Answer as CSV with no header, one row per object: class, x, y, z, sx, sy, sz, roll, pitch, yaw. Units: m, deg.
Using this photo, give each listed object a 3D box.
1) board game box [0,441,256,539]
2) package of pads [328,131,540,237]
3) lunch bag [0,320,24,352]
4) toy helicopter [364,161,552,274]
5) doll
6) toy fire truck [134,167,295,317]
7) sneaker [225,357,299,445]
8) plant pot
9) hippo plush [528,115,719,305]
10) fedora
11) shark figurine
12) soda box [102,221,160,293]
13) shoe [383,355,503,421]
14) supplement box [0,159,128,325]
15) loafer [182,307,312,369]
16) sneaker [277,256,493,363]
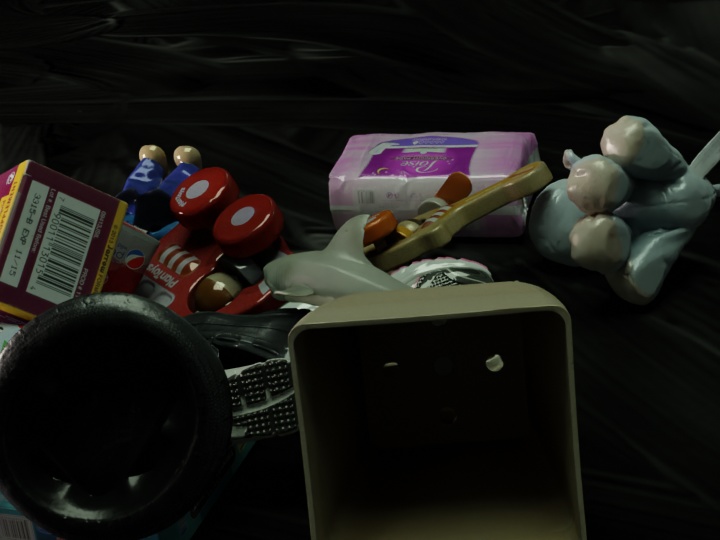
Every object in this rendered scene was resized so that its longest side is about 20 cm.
board game box,-0.185,0.158,1.513,0.151,0.047,0.200,4,30,20
package of pads,0.076,-0.086,1.884,0.200,0.076,0.121,1,27,14
lunch bag,-0.324,0.100,1.500,0.160,0.076,0.200,10,22,11
toy helicopter,0.089,-0.050,1.766,0.200,0.079,0.132,-26,9,13
doll,-0.231,-0.058,1.934,0.136,0.048,0.200,2,35,15
toy fire truck,-0.140,0.010,1.744,0.168,0.112,0.200,-43,37,-12
sneaker,-0.118,0.113,1.479,0.200,0.074,0.080,-7,-4,12
plant pot,0.061,0.100,1.426,0.200,0.200,0.177,-5,17,5
hippo plush,0.231,-0.077,1.739,0.200,0.159,0.161,-42,28,-20
fedora,-0.182,0.102,1.401,0.200,0.201,0.092,-2,14,10
shark figurine,0.015,0.003,1.538,0.214,0.090,0.128,13,-3,13
soda box,-0.263,-0.027,1.790,0.063,0.070,0.200,30,-3,-27
shoe,0.026,0.097,1.572,0.200,0.053,0.070,-3,28,7
supplement box,-0.304,-0.005,1.656,0.103,0.131,0.200,24,-21,-26
loafer,-0.113,0.075,1.606,0.200,0.068,0.070,-7,36,39
sneaker,0.027,0.057,1.642,0.200,0.080,0.086,-18,36,0
